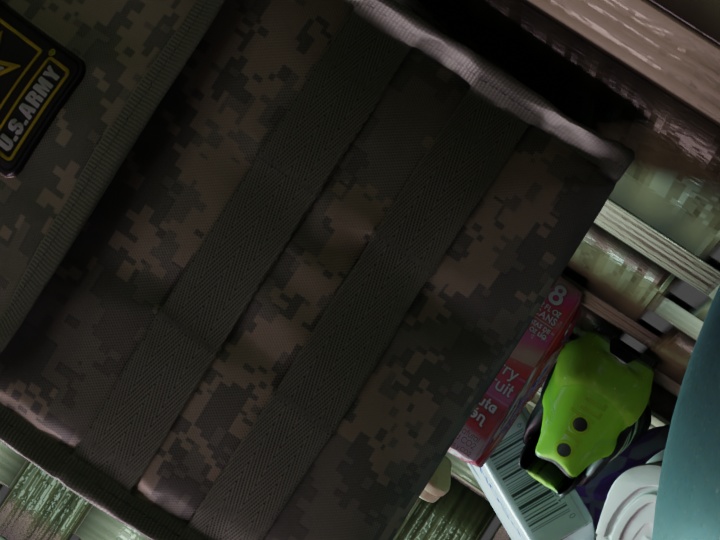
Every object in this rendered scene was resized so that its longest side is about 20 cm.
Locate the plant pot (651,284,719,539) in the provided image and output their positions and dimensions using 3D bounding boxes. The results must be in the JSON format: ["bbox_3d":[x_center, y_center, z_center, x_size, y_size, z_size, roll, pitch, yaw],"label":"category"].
[{"bbox_3d":[0.156,0.097,0.541,0.199,0.135,0.200,33,177,2],"label":"plant pot"}]

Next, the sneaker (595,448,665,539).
[{"bbox_3d":[0.155,0.177,1.110,0.076,0.201,0.080,37,-146,17],"label":"sneaker"}]

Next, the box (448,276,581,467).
[{"bbox_3d":[0.000,0.000,0.950,0.199,0.096,0.100,34,178,9],"label":"box"}]

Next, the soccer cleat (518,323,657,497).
[{"bbox_3d":[0.116,0.079,1.073,0.067,0.081,0.200,33,176,10],"label":"soccer cleat"}]

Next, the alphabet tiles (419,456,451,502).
[{"bbox_3d":[-0.029,0.040,1.063,0.200,0.015,0.196,39,-157,-13],"label":"alphabet tiles"}]

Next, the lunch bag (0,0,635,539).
[{"bbox_3d":[-0.051,-0.022,0.572,0.199,0.165,0.118,33,-178,-4],"label":"lunch bag"}]

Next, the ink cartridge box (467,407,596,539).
[{"bbox_3d":[0.083,0.109,1.210,0.200,0.040,0.200,60,178,27],"label":"ink cartridge box"}]

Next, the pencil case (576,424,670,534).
[{"bbox_3d":[0.196,0.191,1.225,0.201,0.085,0.084,64,-170,17],"label":"pencil case"}]
